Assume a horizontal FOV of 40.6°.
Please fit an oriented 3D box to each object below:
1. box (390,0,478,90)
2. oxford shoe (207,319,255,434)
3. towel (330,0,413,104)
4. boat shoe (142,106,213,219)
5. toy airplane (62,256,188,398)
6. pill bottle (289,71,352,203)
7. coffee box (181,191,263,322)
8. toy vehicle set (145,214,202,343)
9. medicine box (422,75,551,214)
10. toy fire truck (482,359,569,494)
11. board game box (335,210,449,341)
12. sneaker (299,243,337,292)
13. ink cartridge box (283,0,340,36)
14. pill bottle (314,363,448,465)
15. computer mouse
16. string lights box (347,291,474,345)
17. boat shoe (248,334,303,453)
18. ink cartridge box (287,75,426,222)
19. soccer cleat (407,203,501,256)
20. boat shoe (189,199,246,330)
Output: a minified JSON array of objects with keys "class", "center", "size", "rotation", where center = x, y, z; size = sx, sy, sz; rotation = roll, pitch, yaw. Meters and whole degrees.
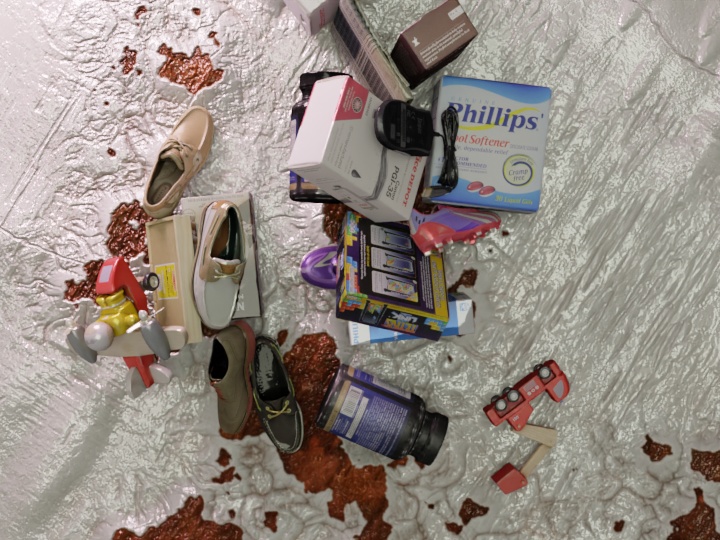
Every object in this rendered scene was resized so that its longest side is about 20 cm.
[{"class":"box","center":[0.111,-0.352,1.523],"size":[0.100,0.200,0.075],"rotation":[-35,92,-1]},{"class":"oxford shoe","center":[-0.219,0.179,1.561],"size":[0.070,0.075,0.201],"rotation":[19,115,34]},{"class":"towel","center":[0.020,-0.328,1.525],"size":[0.034,0.193,0.201],"rotation":[-30,90,-9]},{"class":"boat shoe","center":[-0.292,-0.179,1.571],"size":[0.071,0.065,0.201],"rotation":[21,78,0]},{"class":"toy airplane","center":[-0.376,0.107,1.533],"size":[0.199,0.141,0.201],"rotation":[43,117,18]},{"class":"pill bottle","center":[-0.057,-0.211,1.557],"size":[0.111,0.112,0.202],"rotation":[2,91,-2]},{"class":"coffee box","center":[-0.222,-0.020,1.578],"size":[0.112,0.080,0.202],"rotation":[-6,91,-3]},{"class":"toy vehicle set","center":[-0.300,0.016,1.557],"size":[0.026,0.124,0.202],"rotation":[-6,92,-34]},{"class":"medicine box","center":[0.202,-0.200,1.578],"size":[0.181,0.103,0.202],"rotation":[6,92,-2]},{"class":"toy fire truck","center":[0.279,0.258,1.615],"size":[0.199,0.049,0.141],"rotation":[-36,92,-2]},{"class":"board game box","center":[0.047,0.006,1.503],"size":[0.164,0.201,0.057],"rotation":[15,130,-12]},{"class":"sneaker","center":[0.000,0.000,1.585],"size":[0.198,0.083,0.081],"rotation":[5,91,-1]},{"class":"ink cartridge box","center":[-0.029,-0.479,1.544],"size":[0.200,0.145,0.084],"rotation":[-40,91,-1]},{"class":"pill bottle","center":[0.036,0.238,1.575],"size":[0.199,0.112,0.112],"rotation":[24,90,-2]},{"class":"computer mouse","center":[0.078,-0.179,1.457],"size":[0.046,0.199,0.142],"rotation":[0,93,41]},{"class":"string lights box","center":[0.078,0.078,1.578],"size":[0.198,0.103,0.059],"rotation":[-5,95,-2]},{"class":"boat shoe","center":[-0.143,0.207,1.594],"size":[0.071,0.061,0.203],"rotation":[-16,91,-1]},{"class":"ink cartridge box","center":[0.004,-0.179,1.472],"size":[0.199,0.082,0.147],"rotation":[29,71,-39]},{"class":"soccer cleat","center":[0.153,-0.078,1.554],"size":[0.199,0.067,0.077],"rotation":[-17,78,-43]},{"class":"boat shoe","center":[-0.216,-0.008,1.494],"size":[0.074,0.068,0.202],"rotation":[-2,92,-31]}]
